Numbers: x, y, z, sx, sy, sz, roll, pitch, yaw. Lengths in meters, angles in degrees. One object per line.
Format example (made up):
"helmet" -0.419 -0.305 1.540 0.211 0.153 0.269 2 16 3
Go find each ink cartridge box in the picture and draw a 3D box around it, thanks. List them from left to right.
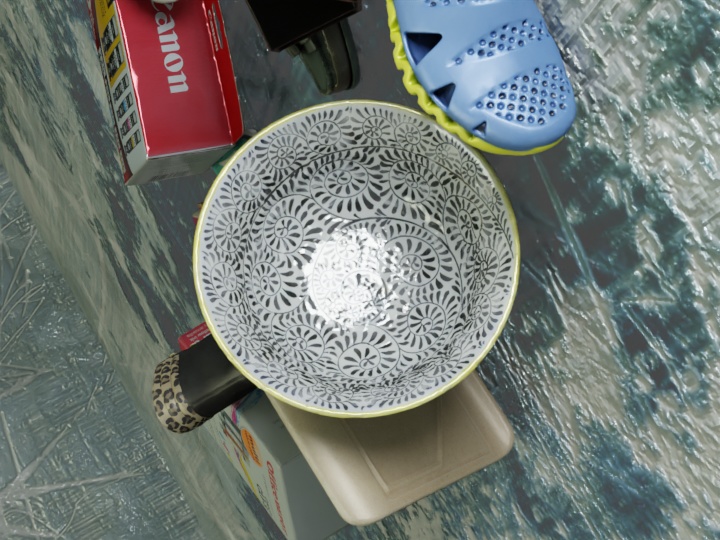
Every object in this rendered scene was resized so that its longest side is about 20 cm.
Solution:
"ink cartridge box" -0.176 -0.191 1.051 0.176 0.084 0.201 162 96 -70
"ink cartridge box" -0.058 0.137 1.162 0.200 0.144 0.146 44 153 40

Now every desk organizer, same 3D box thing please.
"desk organizer" -0.045 -0.179 0.713 0.077 0.072 0.200 63 -175 -9

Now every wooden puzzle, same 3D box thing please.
"wooden puzzle" 0.007 0.080 0.866 0.037 0.200 0.185 -44 72 34

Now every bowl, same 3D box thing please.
"bowl" 0.000 0.000 0.778 0.201 0.200 0.094 57 176 13

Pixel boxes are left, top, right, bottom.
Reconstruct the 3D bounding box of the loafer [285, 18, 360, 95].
"loafer" -0.065 -0.211 0.843 0.072 0.063 0.201 8 123 67

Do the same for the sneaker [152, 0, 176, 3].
"sneaker" -0.156 -0.300 0.915 0.087 0.074 0.201 30 133 43

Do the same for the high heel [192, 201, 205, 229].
"high heel" -0.139 -0.025 1.255 0.200 0.067 0.096 -168 63 -72

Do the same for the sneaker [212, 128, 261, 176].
"sneaker" -0.090 -0.064 1.074 0.200 0.079 0.078 44 153 46

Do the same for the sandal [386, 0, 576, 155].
"sandal" 0.050 -0.151 0.619 0.200 0.079 0.087 59 156 6

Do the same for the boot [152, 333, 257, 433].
"boot" -0.101 0.062 1.073 0.073 0.150 0.200 53 -164 -18
